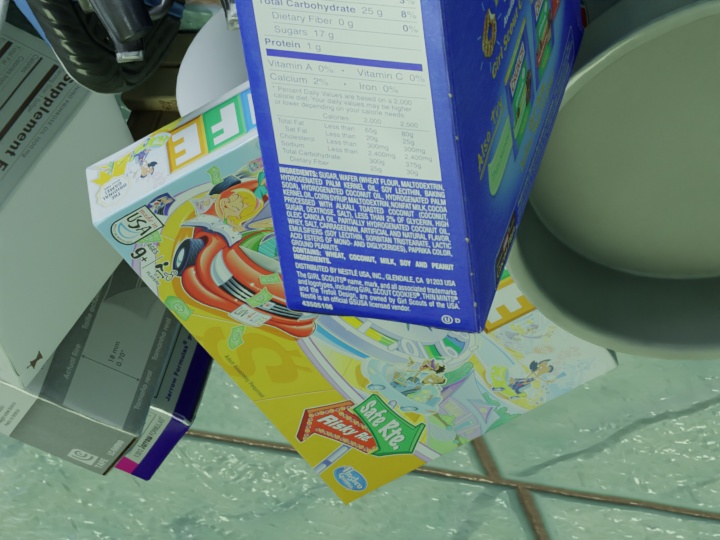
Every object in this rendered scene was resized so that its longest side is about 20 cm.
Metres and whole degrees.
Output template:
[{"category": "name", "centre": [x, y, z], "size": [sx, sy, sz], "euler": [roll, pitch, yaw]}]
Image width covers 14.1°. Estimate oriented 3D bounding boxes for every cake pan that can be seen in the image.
[{"category": "cake pan", "centre": [0.147, -0.045, 1.120], "size": [0.199, 0.037, 0.201], "euler": [-7, 137, -6]}]

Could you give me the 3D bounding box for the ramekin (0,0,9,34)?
[{"category": "ramekin", "centre": [-0.244, -0.121, 1.149], "size": [0.201, 0.203, 0.094], "euler": [26, 164, -16]}]

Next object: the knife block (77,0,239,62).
[{"category": "knife block", "centre": [-0.095, -0.169, 0.948], "size": [0.064, 0.176, 0.201], "euler": [-27, 135, -7]}]

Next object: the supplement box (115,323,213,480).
[{"category": "supplement box", "centre": [-0.172, 0.012, 1.452], "size": [0.199, 0.104, 0.101], "euler": [22, 155, -9]}]

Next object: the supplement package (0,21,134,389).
[{"category": "supplement package", "centre": [-0.205, -0.056, 1.273], "size": [0.199, 0.110, 0.114], "euler": [27, 159, 23]}]

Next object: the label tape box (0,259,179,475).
[{"category": "label tape box", "centre": [-0.178, -0.012, 1.359], "size": [0.199, 0.145, 0.063], "euler": [23, 154, -11]}]

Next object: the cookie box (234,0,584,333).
[{"category": "cookie box", "centre": [0.017, -0.112, 0.958], "size": [0.075, 0.172, 0.201], "euler": [5, 132, 15]}]

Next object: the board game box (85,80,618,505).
[{"category": "board game box", "centre": [0.000, 0.000, 1.165], "size": [0.134, 0.034, 0.200], "euler": [-28, 132, 14]}]

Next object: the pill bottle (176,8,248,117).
[{"category": "pill bottle", "centre": [0.004, -0.032, 1.242], "size": [0.110, 0.111, 0.200], "euler": [1, 149, 31]}]

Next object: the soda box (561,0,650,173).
[{"category": "soda box", "centre": [0.029, -0.108, 1.137], "size": [0.200, 0.064, 0.068], "euler": [33, 150, -28]}]

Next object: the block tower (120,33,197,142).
[{"category": "block tower", "centre": [-0.043, -0.030, 1.342], "size": [0.057, 0.054, 0.200], "euler": [3, 149, 30]}]

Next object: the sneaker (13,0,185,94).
[{"category": "sneaker", "centre": [-0.129, -0.159, 1.089], "size": [0.077, 0.076, 0.201], "euler": [-4, 114, 58]}]
